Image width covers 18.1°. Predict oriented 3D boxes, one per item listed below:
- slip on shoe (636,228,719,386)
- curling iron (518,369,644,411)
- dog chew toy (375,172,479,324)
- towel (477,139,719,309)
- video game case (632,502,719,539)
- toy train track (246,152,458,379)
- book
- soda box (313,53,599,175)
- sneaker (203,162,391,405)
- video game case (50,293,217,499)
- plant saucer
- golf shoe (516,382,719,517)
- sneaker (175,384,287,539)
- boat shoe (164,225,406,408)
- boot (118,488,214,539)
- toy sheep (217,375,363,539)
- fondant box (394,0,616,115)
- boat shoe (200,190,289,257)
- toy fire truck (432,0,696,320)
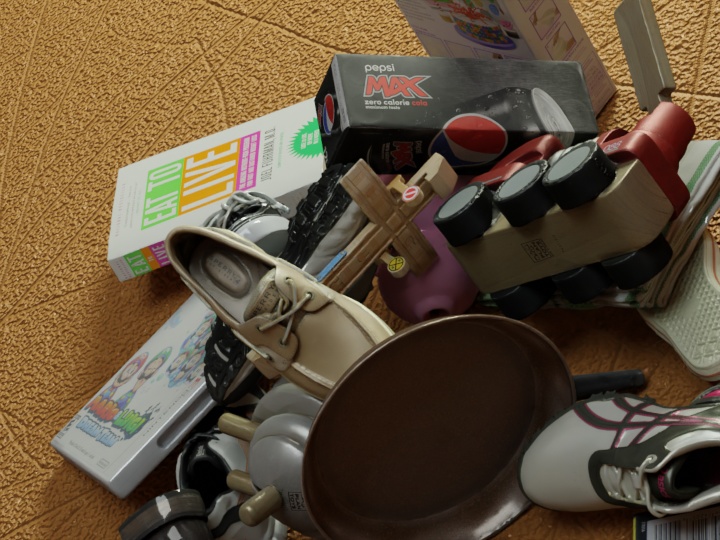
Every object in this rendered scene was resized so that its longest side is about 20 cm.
[{"bbox_3d":[0.240,0.029,1.566,0.074,0.061,0.200,-44,25,11],"label":"slip on shoe"},{"bbox_3d":[0.102,0.082,1.559,0.199,0.050,0.026,-1,41,-14],"label":"curling iron"},{"bbox_3d":[0.045,-0.044,1.732,0.124,0.125,0.201,-23,49,16],"label":"dog chew toy"},{"bbox_3d":[0.183,-0.029,1.647,0.149,0.031,0.200,-54,24,-21],"label":"towel"},{"bbox_3d":[0.263,0.211,1.398,0.199,0.026,0.181,-15,44,23],"label":"video game case"},{"bbox_3d":[0.000,0.000,1.602,0.200,0.115,0.033,-47,40,-7],"label":"toy train track"},{"bbox_3d":[-0.112,-0.067,1.905,0.199,0.048,0.134,-21,31,14],"label":"book"},{"bbox_3d":[0.071,-0.114,1.679,0.199,0.063,0.071,-1,59,-18],"label":"soda box"},{"bbox_3d":[-0.039,0.021,1.645,0.200,0.079,0.074,-51,32,3],"label":"sneaker"},{"bbox_3d":[-0.152,0.090,1.761,0.182,0.024,0.200,-47,18,-11],"label":"video game case"},{"bbox_3d":[0.049,0.108,1.514,0.200,0.200,0.032,-37,38,0],"label":"plant saucer"},{"bbox_3d":[0.185,0.122,1.471,0.199,0.077,0.088,-15,14,28],"label":"golf shoe"},{"bbox_3d":[-0.101,0.135,1.694,0.074,0.080,0.200,-30,38,12],"label":"sneaker"},{"bbox_3d":[-0.054,0.030,1.542,0.200,0.065,0.072,35,93,29],"label":"boat shoe"},{"bbox_3d":[-0.135,0.269,1.584,0.200,0.069,0.175,-52,53,39],"label":"boot"},{"bbox_3d":[-0.021,0.125,1.600,0.138,0.138,0.200,7,35,40],"label":"toy sheep"},{"bbox_3d":[0.099,-0.203,1.776,0.144,0.200,0.058,21,66,45],"label":"fondant box"},{"bbox_3d":[-0.084,-0.026,1.748,0.074,0.199,0.068,-41,82,6],"label":"boat shoe"},{"bbox_3d":[0.160,-0.085,1.601,0.176,0.129,0.200,-19,25,49],"label":"toy fire truck"}]
